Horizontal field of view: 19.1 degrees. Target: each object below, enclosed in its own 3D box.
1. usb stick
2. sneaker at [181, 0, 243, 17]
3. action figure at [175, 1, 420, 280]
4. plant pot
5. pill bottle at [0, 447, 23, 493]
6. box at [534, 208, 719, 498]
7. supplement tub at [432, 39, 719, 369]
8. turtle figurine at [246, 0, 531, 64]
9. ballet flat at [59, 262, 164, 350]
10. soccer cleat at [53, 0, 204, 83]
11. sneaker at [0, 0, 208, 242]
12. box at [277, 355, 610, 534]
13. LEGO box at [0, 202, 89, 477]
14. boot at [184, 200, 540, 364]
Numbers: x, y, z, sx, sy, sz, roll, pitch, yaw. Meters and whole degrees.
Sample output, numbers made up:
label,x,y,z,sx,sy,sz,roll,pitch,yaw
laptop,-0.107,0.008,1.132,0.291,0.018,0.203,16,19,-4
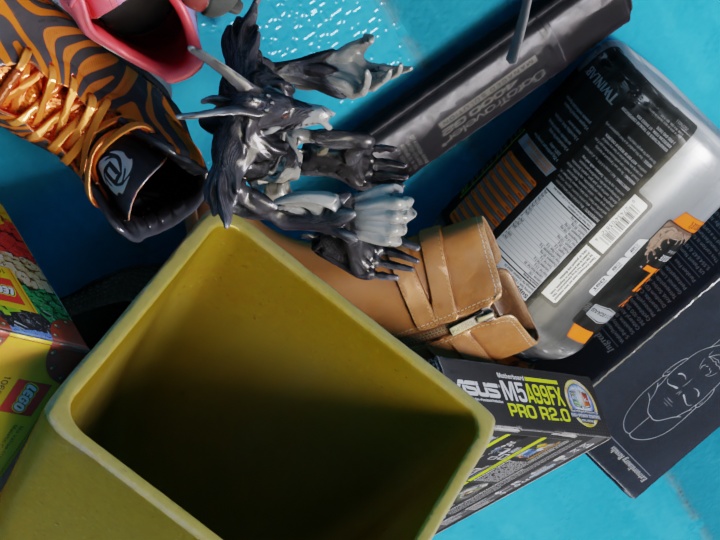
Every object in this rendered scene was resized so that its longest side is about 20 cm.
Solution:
label,x,y,z,sx,sy,sz,roll,pitch,yaw
usb stick,0.074,-0.113,1.257,0.200,0.033,0.055,-36,148,-1
sneaker,-0.093,-0.210,0.991,0.098,0.071,0.201,-9,120,-12
action figure,-0.019,-0.064,1.087,0.102,0.119,0.200,-4,164,18
plant pot,-0.084,0.128,1.135,0.200,0.194,0.196,-49,-176,42
pill bottle,-0.217,0.166,1.253,0.112,0.112,0.200,-28,140,-10
box,0.203,0.031,1.434,0.200,0.107,0.148,-41,141,4
supplement tub,0.128,-0.032,1.305,0.200,0.123,0.123,-47,140,13
turtle figurine,0.028,-0.167,1.037,0.200,0.144,0.194,-62,178,9
ballet flat,-0.165,0.037,1.216,0.200,0.046,0.067,-8,133,-31
soccer cleat,-0.143,-0.160,1.010,0.067,0.076,0.200,-42,137,6
sneaker,-0.144,-0.082,1.062,0.200,0.112,0.078,21,115,-46
box,0.026,0.119,1.283,0.200,0.044,0.160,-33,153,32
LEGO box,-0.246,0.062,1.100,0.077,0.149,0.200,16,118,-45
boot,0.000,0.000,1.225,0.155,0.074,0.200,-22,128,18
